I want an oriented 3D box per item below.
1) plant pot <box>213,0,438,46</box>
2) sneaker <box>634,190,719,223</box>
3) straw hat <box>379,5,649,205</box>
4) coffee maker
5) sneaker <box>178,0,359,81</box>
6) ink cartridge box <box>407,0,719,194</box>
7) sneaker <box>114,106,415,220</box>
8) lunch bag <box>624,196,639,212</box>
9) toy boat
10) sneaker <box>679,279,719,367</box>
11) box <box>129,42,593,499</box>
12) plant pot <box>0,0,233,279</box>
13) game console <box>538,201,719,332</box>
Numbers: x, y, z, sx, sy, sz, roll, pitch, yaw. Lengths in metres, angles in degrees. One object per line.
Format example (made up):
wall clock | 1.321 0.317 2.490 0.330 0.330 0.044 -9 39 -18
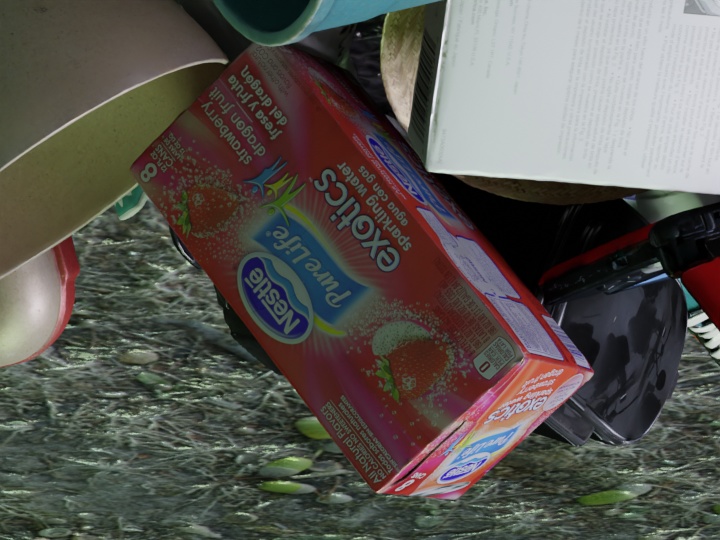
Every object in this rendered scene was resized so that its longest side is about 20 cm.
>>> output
plant pot | 0.041 -0.192 0.925 0.187 0.201 0.200 -10 163 -22
sneaker | 0.173 -0.092 1.247 0.074 0.116 0.200 -29 -174 -29
straw hat | 0.105 -0.131 1.186 0.200 0.085 0.201 -3 133 -3
coffee maker | 0.035 0.014 1.298 0.200 0.135 0.192 8 -176 41
sneaker | -0.022 -0.115 1.251 0.084 0.073 0.200 -6 157 17
ink cartridge box | 0.127 -0.092 1.111 0.199 0.109 0.050 4 -159 -11
sneaker | -0.052 -0.046 1.399 0.199 0.094 0.070 12 155 -31
lunch bag | 0.136 -0.044 1.441 0.160 0.077 0.200 9 156 -25
toy boat | -0.241 -0.007 1.487 0.199 0.131 0.131 -11 -174 24
sneaker | 0.211 0.020 1.417 0.071 0.080 0.200 -27 162 28
box | 0.000 0.000 1.184 0.095 0.200 0.100 -43 160 13
plant pot | -0.177 -0.088 1.189 0.200 0.135 0.200 -36 173 -5
game console | 0.212 0.019 1.174 0.200 0.119 0.172 -13 173 -31
